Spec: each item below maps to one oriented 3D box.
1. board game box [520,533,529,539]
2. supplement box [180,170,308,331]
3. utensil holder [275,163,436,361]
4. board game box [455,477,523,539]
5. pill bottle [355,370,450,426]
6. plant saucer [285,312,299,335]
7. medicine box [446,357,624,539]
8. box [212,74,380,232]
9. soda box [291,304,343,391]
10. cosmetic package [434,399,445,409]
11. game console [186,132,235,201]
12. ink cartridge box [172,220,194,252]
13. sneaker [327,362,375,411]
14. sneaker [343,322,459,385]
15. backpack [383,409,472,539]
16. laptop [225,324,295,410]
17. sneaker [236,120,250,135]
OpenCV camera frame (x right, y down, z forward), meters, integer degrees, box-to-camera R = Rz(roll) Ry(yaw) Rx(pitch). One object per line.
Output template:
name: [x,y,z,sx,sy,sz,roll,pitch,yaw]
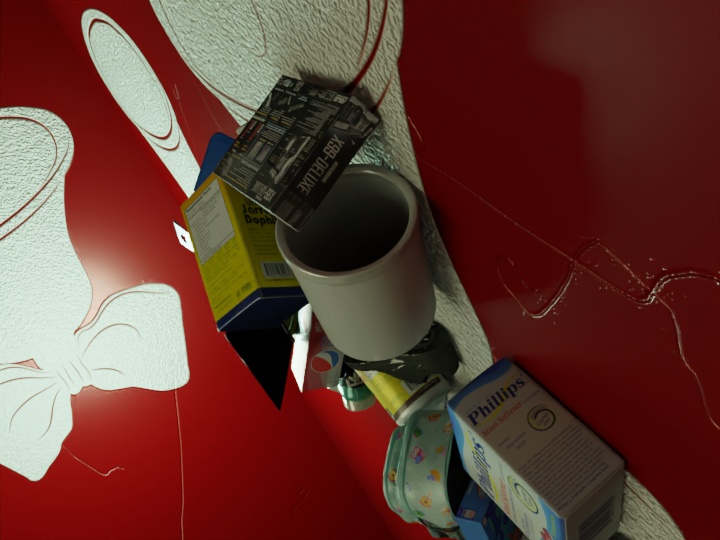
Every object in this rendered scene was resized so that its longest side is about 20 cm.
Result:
board game box: [0.288,0.419,1.069,0.064,0.148,0.200,29,180,-30]
supplement box: [-0.153,-0.030,1.116,0.109,0.109,0.201,-35,67,39]
utensil holder: [0.003,-0.003,1.001,0.170,0.170,0.200,44,164,36]
board game box: [0.213,0.363,1.189,0.045,0.152,0.200,2,133,34]
pill bottle: [0.048,0.149,1.321,0.200,0.109,0.109,50,165,19]
plant saucer: [-0.103,-0.002,1.394,0.048,0.201,0.200,13,-171,-21]
medicine box: [0.216,0.241,0.996,0.200,0.103,0.183,42,161,38]
box: [-0.084,-0.146,0.961,0.050,0.158,0.200,37,178,-35]
soda box: [-0.062,0.100,1.294,0.064,0.070,0.201,-119,30,-46]
cosmetic package: [0.062,0.188,1.438,0.200,0.071,0.102,49,165,23]
game console: [-0.160,-0.096,1.268,0.200,0.119,0.171,29,165,23]
ink cartridge box: [-0.205,-0.020,1.295,0.199,0.042,0.119,31,165,3]
sneaker: [-0.026,0.178,1.441,0.200,0.071,0.080,-148,43,-68]
sneaker: [0.059,0.136,1.216,0.199,0.076,0.091,-5,133,42]
backpack: [0.120,0.303,1.222,0.153,0.176,0.200,3,149,22]
laptop: [-0.188,0.084,1.234,0.200,0.116,0.188,21,149,40]
sneaker: [-0.111,-0.176,1.158,0.112,0.077,0.200,60,165,-17]
